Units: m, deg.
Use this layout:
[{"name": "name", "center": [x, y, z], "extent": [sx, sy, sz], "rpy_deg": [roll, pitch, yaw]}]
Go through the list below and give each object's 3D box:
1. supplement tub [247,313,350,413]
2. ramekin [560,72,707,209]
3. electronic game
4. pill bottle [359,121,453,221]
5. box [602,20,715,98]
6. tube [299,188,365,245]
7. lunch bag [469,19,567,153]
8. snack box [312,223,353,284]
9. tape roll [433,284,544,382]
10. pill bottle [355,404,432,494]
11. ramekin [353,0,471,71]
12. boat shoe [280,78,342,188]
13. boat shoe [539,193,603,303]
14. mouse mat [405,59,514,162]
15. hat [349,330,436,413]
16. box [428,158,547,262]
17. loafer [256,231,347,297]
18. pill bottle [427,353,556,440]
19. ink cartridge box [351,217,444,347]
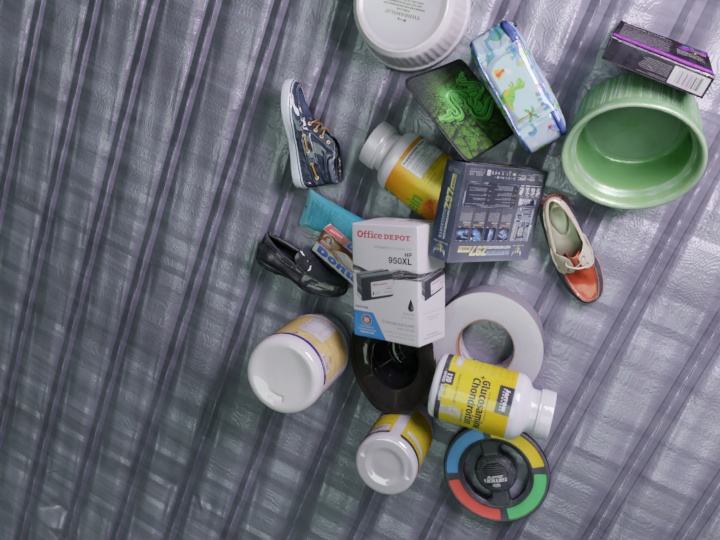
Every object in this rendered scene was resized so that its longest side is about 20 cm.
[{"name": "supplement tub", "center": [-0.106, 0.165, 1.196], "extent": [0.144, 0.200, 0.147], "rpy_deg": [4, 102, 17]}, {"name": "ramekin", "center": [0.410, -0.196, 0.957], "extent": [0.199, 0.098, 0.201], "rpy_deg": [16, 145, 11]}, {"name": "electronic game", "center": [0.255, 0.380, 1.204], "extent": [0.198, 0.042, 0.202], "rpy_deg": [4, 102, 17]}, {"name": "pill bottle", "center": [0.099, -0.168, 1.104], "extent": [0.200, 0.111, 0.111], "rpy_deg": [37, 110, 8]}, {"name": "box", "center": [0.429, -0.309, 0.918], "extent": [0.142, 0.200, 0.036], "rpy_deg": [27, 126, 12]}, {"name": "tube", "center": [-0.025, -0.081, 1.202], "extent": [0.199, 0.050, 0.078], "rpy_deg": [27, 114, 16]}, {"name": "lunch bag", "center": [0.248, -0.288, 1.005], "extent": [0.082, 0.161, 0.201], "rpy_deg": [-29, 93, 17]}, {"name": "snack box", "center": [0.000, 0.000, 1.200], "extent": [0.200, 0.024, 0.072], "rpy_deg": [40, 141, 5]}, {"name": "tape roll", "center": [0.229, 0.130, 1.148], "extent": [0.199, 0.066, 0.202], "rpy_deg": [4, 102, 18]}, {"name": "pill bottle", "center": [0.071, 0.311, 1.166], "extent": [0.110, 0.200, 0.112], "rpy_deg": [4, 103, 18]}, {"name": "ramekin", "center": [0.080, -0.441, 1.063], "extent": [0.201, 0.094, 0.204], "rpy_deg": [4, 102, 18]}, {"name": "boat shoe", "center": [-0.086, -0.254, 1.176], "extent": [0.090, 0.071, 0.202], "rpy_deg": [-2, 107, 18]}, {"name": "boat shoe", "center": [0.355, -0.034, 1.073], "extent": [0.071, 0.063, 0.201], "rpy_deg": [-20, 96, 19]}, {"name": "mouse mat", "center": [0.166, -0.262, 1.022], "extent": [0.161, 0.200, 0.008], "rpy_deg": [52, 133, 2]}, {"name": "hat", "center": [0.075, 0.166, 1.193], "extent": [0.199, 0.081, 0.202], "rpy_deg": [-6, 79, 35]}, {"name": "box", "center": [0.211, -0.095, 1.042], "extent": [0.051, 0.199, 0.159], "rpy_deg": [27, 114, 50]}, {"name": "loafer", "center": [-0.112, -0.011, 1.231], "extent": [0.200, 0.068, 0.071], "rpy_deg": [26, 118, 16]}, {"name": "pill bottle", "center": [0.221, 0.217, 1.074], "extent": [0.199, 0.112, 0.113], "rpy_deg": [13, 105, 16]}, {"name": "ink cartridge box", "center": [0.064, 0.015, 1.088], "extent": [0.144, 0.084, 0.202], "rpy_deg": [6, 102, 39]}]
